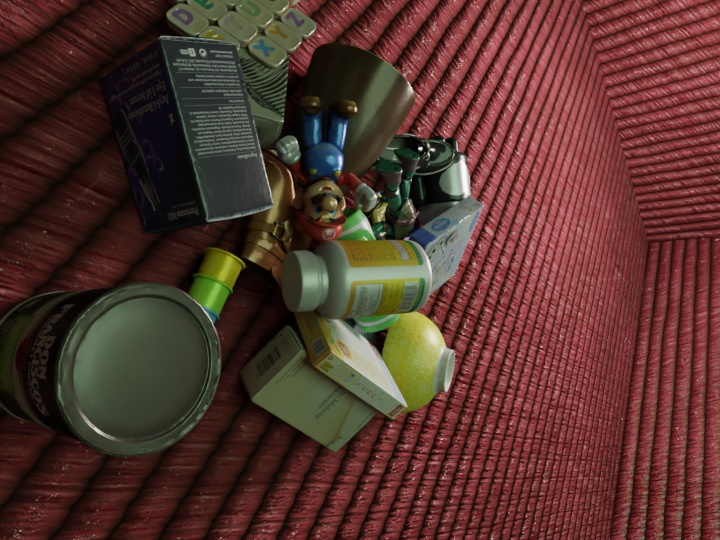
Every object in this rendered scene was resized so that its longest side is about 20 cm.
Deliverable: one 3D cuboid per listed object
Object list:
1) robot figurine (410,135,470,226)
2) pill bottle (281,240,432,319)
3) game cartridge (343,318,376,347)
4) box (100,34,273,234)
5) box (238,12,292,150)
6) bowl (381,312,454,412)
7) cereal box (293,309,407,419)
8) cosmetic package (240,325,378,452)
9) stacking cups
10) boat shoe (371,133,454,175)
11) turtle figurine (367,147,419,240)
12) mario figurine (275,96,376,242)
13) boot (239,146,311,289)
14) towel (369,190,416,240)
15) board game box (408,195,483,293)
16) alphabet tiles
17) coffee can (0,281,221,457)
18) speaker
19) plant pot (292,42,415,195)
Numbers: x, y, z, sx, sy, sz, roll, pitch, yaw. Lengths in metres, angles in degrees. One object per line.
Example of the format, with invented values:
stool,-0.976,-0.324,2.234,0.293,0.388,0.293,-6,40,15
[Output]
robot figurine,0.175,-0.184,1.089,0.125,0.150,0.201,179,-94,-88
pill bottle,-0.007,0.012,0.732,0.199,0.113,0.113,-3,89,-28
game cartridge,-0.023,0.112,0.899,0.133,0.040,0.201,15,75,-52
box,-0.209,-0.155,0.615,0.104,0.148,0.201,-23,103,-48
box,-0.146,-0.276,0.713,0.082,0.068,0.201,8,65,-19
bowl,0.116,0.179,0.951,0.200,0.107,0.201,10,90,-69
cereal box,-0.017,0.133,0.783,0.039,0.144,0.200,-40,128,7
cosmetic package,-0.074,0.185,0.772,0.104,0.073,0.200,-45,126,0
stacking cups,-0.212,0.071,0.659,0.060,0.060,0.201,37,61,-42
boat shoe,0.099,-0.230,0.982,0.199,0.060,0.074,1,83,-16
turtle figurine,0.054,-0.109,0.905,0.150,0.100,0.201,-66,168,-50
mario figurine,-0.045,-0.138,0.711,0.106,0.123,0.201,-25,119,-66
boot,-0.144,-0.082,0.746,0.200,0.074,0.155,46,57,-35
towel,0.078,-0.076,1.045,0.143,0.023,0.201,-24,105,-49
board game box,0.147,-0.026,1.004,0.199,0.043,0.200,-32,150,-38
alphabet tiles,-0.167,-0.368,0.699,0.195,0.015,0.200,35,60,-3
coffee can,-0.255,0.090,0.496,0.146,0.199,0.147,7,81,-49
speaker,0.000,0.000,0.845,0.088,0.088,0.201,-41,117,-43
plant pot,-0.035,-0.224,0.827,0.187,0.187,0.201,31,80,-44
